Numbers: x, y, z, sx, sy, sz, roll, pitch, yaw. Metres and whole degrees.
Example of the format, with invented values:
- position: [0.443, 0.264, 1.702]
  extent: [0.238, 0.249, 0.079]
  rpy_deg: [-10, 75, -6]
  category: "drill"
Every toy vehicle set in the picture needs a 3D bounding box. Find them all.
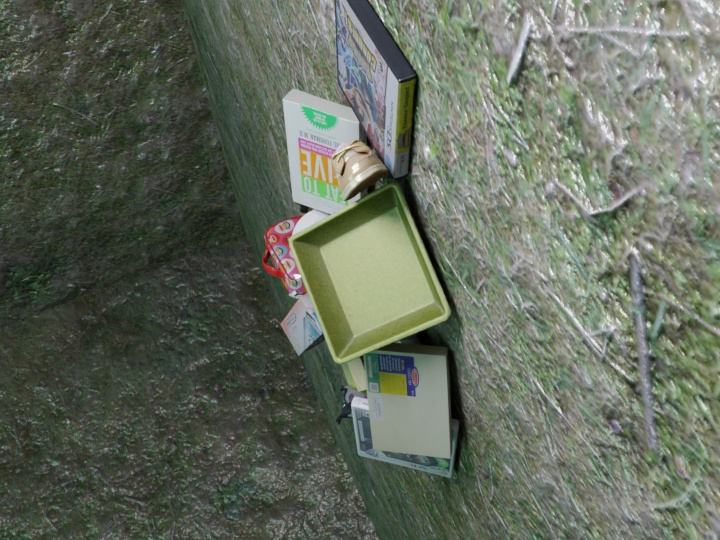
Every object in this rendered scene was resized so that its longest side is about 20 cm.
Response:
- position: [0.019, 0.137, 1.280]
  extent: [0.126, 0.026, 0.200]
  rpy_deg: [69, -160, 4]
  category: "toy vehicle set"

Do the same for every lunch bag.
- position: [-0.124, -0.034, 1.527]
  extent: [0.201, 0.174, 0.083]
  rpy_deg: [-122, 16, -44]
  category: "lunch bag"

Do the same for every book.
- position: [-0.050, -0.178, 1.121]
  extent: [0.132, 0.048, 0.201]
  rpy_deg: [22, 142, 21]
  category: "book"

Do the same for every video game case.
- position: [0.077, 0.294, 1.232]
  extent: [0.201, 0.179, 0.024]
  rpy_deg: [85, -161, -51]
  category: "video game case"
- position: [0.014, -0.247, 0.916]
  extent: [0.181, 0.025, 0.201]
  rpy_deg: [89, 157, -59]
  category: "video game case"

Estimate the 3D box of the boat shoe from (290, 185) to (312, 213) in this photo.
- position: [-0.111, -0.161, 1.441]
  extent: [0.201, 0.065, 0.073]
  rpy_deg: [76, -162, -69]
  category: "boat shoe"

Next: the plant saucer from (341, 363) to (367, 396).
- position: [0.004, 0.169, 1.375]
  extent: [0.200, 0.048, 0.201]
  rpy_deg: [42, -158, -57]
  category: "plant saucer"

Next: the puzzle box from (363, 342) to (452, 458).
- position: [0.077, 0.204, 1.112]
  extent: [0.025, 0.131, 0.202]
  rpy_deg: [-59, -32, -57]
  category: "puzzle box"

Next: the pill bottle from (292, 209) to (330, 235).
- position: [-0.024, -0.016, 1.164]
  extent: [0.200, 0.114, 0.115]
  rpy_deg: [41, 153, 38]
  category: "pill bottle"

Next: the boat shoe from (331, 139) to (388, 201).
- position: [-0.010, -0.143, 0.970]
  extent: [0.070, 0.073, 0.200]
  rpy_deg: [57, -179, -6]
  category: "boat shoe"

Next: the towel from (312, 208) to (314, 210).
- position: [-0.072, -0.082, 1.384]
  extent: [0.201, 0.023, 0.154]
  rpy_deg: [-84, -10, -49]
  category: "towel"

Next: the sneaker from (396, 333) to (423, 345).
- position: [0.076, 0.124, 1.170]
  extent: [0.200, 0.081, 0.076]
  rpy_deg: [46, 128, 22]
  category: "sneaker"

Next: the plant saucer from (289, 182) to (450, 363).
- position: [0.017, 0.006, 1.015]
  extent: [0.048, 0.199, 0.202]
  rpy_deg: [-10, -103, -62]
  category: "plant saucer"

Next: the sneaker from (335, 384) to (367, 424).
- position: [0.013, 0.322, 1.591]
  extent: [0.200, 0.138, 0.078]
  rpy_deg: [-126, 19, -52]
  category: "sneaker"

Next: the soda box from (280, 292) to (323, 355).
- position: [-0.075, 0.080, 1.157]
  extent: [0.069, 0.063, 0.200]
  rpy_deg: [58, 159, 6]
  category: "soda box"
